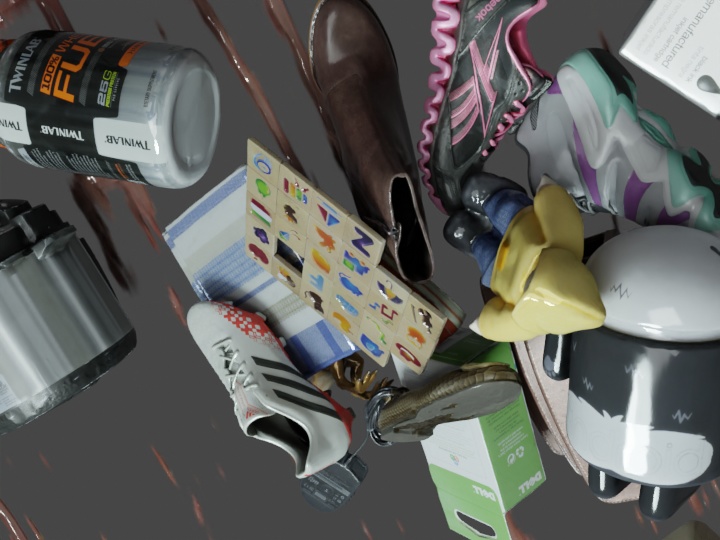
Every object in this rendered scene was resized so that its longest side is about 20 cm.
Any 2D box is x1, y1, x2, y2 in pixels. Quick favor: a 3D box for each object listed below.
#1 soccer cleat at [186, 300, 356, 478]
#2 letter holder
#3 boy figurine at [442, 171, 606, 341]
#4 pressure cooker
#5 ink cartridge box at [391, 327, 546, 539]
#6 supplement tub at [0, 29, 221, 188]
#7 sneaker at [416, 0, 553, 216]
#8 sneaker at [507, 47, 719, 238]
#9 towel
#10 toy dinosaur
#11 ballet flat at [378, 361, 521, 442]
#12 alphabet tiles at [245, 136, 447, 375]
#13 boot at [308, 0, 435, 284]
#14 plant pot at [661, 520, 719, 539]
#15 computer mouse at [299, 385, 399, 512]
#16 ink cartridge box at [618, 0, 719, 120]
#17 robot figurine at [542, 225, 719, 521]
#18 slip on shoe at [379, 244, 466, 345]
[{"bbox_3d":[-0.093,0.104,0.827,0.200,0.085,0.069,42,128,11],"label":"soccer cleat"},{"bbox_3d":[0.184,0.090,0.785,0.141,0.101,0.202,-18,106,26],"label":"letter holder"},{"bbox_3d":[0.112,-0.002,0.645,0.064,0.200,0.125,21,109,-15],"label":"boy figurine"},{"bbox_3d":[-0.333,0.033,0.884,0.175,0.178,0.201,-33,99,-15],"label":"pressure cooker"},{"bbox_3d":[0.105,0.153,0.835,0.103,0.059,0.202,8,120,56],"label":"ink cartridge box"},{"bbox_3d":[-0.234,-0.145,0.808,0.198,0.123,0.124,9,116,14],"label":"supplement tub"},{"bbox_3d":[0.101,-0.134,0.717,0.094,0.079,0.202,12,114,20],"label":"sneaker"},{"bbox_3d":[0.194,-0.058,0.719,0.140,0.077,0.201,-45,69,35],"label":"sneaker"},{"bbox_3d":[-0.096,0.013,0.858,0.146,0.024,0.201,-32,91,40],"label":"towel"},{"bbox_3d":[-0.026,0.091,0.891,0.106,0.060,0.202,38,120,30],"label":"toy dinosaur"},{"bbox_3d":[0.066,0.101,0.745,0.067,0.047,0.200,8,157,-18],"label":"ballet flat"},{"bbox_3d":[-0.018,0.001,0.736,0.199,0.008,0.168,38,152,14],"label":"alphabet tiles"},{"bbox_3d":[0.017,-0.108,0.709,0.072,0.167,0.202,-16,119,-5],"label":"boot"},{"bbox_3d":[0.306,0.396,0.834,0.199,0.177,0.200,41,120,-2],"label":"plant pot"},{"bbox_3d":[-0.005,0.176,0.912,0.058,0.034,0.201,35,127,0],"label":"computer mouse"},{"bbox_3d":[0.306,-0.166,0.637,0.199,0.084,0.147,33,119,3],"label":"ink cartridge box"},{"bbox_3d":[0.210,0.068,0.641,0.148,0.125,0.202,1,109,4],"label":"robot figurine"},{"bbox_3d":[0.000,0.000,0.803,0.199,0.074,0.061,39,87,13],"label":"slip on shoe"}]
